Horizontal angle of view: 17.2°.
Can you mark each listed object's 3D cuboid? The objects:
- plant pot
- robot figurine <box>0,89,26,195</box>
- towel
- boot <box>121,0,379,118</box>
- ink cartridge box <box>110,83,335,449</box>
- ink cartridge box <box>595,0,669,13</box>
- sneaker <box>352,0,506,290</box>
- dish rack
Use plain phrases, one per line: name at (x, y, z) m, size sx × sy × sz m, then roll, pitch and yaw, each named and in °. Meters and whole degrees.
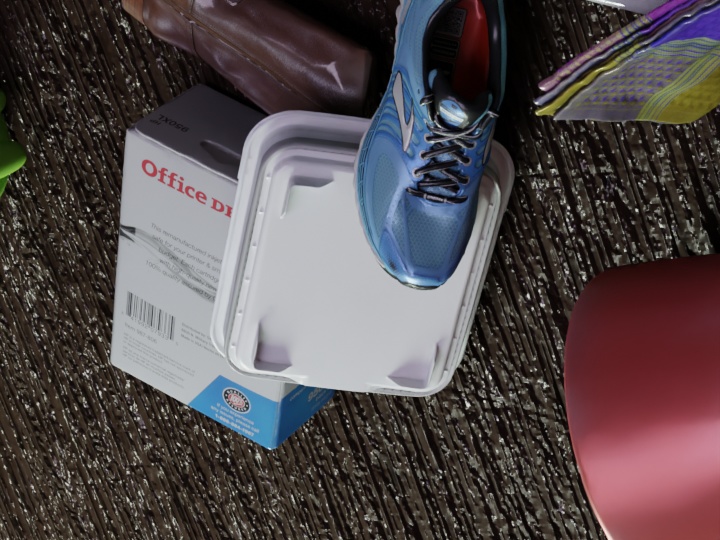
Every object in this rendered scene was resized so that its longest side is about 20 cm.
plant pot at (0.237, 0.073, 1.325) m, size 0.177 × 0.200 × 0.201 m, roll -16°, pitch 105°, yaw 33°
robot figurine at (-0.336, -0.082, 1.740) m, size 0.199 × 0.116 × 0.176 m, roll -7°, pitch 108°, yaw 42°
towel at (0.202, -0.125, 1.262) m, size 0.200 × 0.143 × 0.023 m, roll -29°, pitch 69°, yaw 41°
boot at (-0.058, -0.176, 1.493) m, size 0.200 × 0.064 × 0.187 m, roll 38°, pitch 147°, yaw 20°
ink cartridge box at (-0.085, -0.003, 1.605) m, size 0.144 × 0.084 × 0.201 m, roll 27°, pitch 130°, yaw 23°
ink cartridge box at (0.103, -0.238, 1.299) m, size 0.199 × 0.083 × 0.146 m, roll 19°, pitch 127°, yaw 29°
sneaker at (0.043, -0.087, 1.393) m, size 0.078 × 0.090 × 0.201 m, roll 5°, pitch 98°, yaw -9°
dish rack at (0.000, 0.000, 1.497) m, size 0.171 × 0.044 × 0.201 m, roll 7°, pitch 126°, yaw -10°
